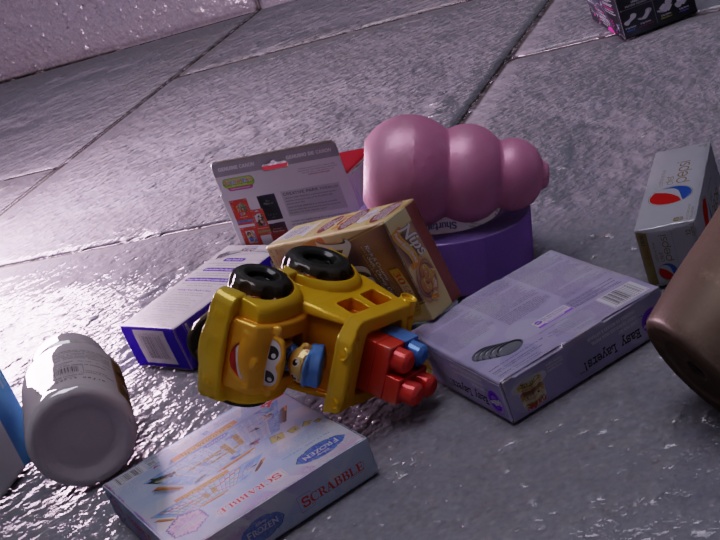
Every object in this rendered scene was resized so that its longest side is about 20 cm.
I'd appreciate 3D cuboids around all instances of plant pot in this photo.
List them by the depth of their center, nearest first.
[{"bbox_3d":[0.330,0.023,1.059,0.175,0.200,0.200,-43,25,-7],"label":"plant pot"}]

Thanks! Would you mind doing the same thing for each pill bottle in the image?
[{"bbox_3d":[-0.309,0.142,1.433,0.114,0.114,0.200,-25,22,-8],"label":"pill bottle"}]

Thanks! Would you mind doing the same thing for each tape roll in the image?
[{"bbox_3d":[0.094,-0.038,1.493,0.200,0.066,0.200,-6,24,3],"label":"tape roll"}]

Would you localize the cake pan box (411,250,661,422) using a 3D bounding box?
[{"bbox_3d":[0.171,0.055,1.281,0.200,0.052,0.184,-30,25,-19],"label":"cake pan box"}]

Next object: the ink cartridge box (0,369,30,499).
[{"bbox_3d":[-0.471,0.199,1.405,0.147,0.146,0.200,-13,23,20],"label":"ink cartridge box"}]

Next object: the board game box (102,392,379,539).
[{"bbox_3d":[-0.116,0.194,1.230,0.200,0.041,0.199,-30,23,-21],"label":"board game box"}]

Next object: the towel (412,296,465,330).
[{"bbox_3d":[0.047,0.035,1.480,0.144,0.023,0.200,-16,22,11],"label":"towel"}]

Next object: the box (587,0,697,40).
[{"bbox_3d":[0.451,-0.472,2.169,0.132,0.115,0.200,-21,22,2],"label":"box"}]

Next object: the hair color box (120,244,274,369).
[{"bbox_3d":[-0.183,0.042,1.622,0.109,0.065,0.200,1,32,45],"label":"hair color box"}]

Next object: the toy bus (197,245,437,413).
[{"bbox_3d":[-0.029,0.078,1.263,0.192,0.136,0.200,26,25,29],"label":"toy bus"}]

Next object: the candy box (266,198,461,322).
[{"bbox_3d":[0.000,0.000,1.391,0.200,0.115,0.055,-10,23,50],"label":"candy box"}]

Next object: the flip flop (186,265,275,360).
[{"bbox_3d":[-0.113,0.046,1.549,0.200,0.081,0.058,-31,8,-9],"label":"flip flop"}]

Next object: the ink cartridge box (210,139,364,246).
[{"bbox_3d":[-0.066,-0.088,1.666,0.200,0.176,0.084,-7,26,32],"label":"ink cartridge box"}]

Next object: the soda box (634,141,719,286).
[{"bbox_3d":[0.335,-0.061,1.376,0.064,0.068,0.200,-11,24,24],"label":"soda box"}]

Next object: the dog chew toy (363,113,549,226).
[{"bbox_3d":[0.103,-0.106,1.425,0.200,0.125,0.125,1,23,-1],"label":"dog chew toy"}]
